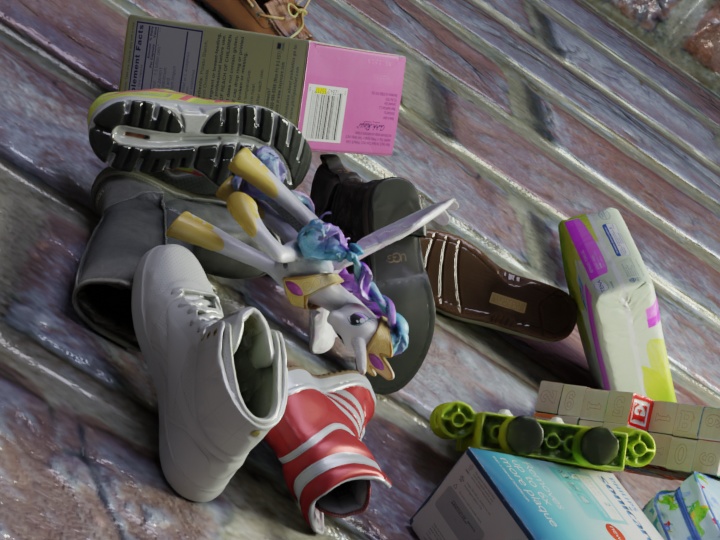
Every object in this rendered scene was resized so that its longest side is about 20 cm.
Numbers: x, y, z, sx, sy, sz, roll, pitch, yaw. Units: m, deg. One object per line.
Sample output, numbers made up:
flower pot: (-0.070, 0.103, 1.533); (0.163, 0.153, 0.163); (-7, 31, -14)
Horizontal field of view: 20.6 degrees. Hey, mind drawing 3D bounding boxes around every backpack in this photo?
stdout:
backpack: (0.303, 0.253, 1.668); (0.198, 0.154, 0.164); (12, 45, -24)

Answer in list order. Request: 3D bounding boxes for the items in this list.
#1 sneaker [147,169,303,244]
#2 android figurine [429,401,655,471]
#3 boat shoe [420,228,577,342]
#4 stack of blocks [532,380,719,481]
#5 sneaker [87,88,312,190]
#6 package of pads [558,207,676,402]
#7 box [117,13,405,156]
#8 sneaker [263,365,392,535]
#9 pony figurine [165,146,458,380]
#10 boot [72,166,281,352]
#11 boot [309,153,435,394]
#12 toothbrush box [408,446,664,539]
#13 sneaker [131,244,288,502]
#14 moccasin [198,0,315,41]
sneaker: (-0.130, -0.068, 1.719); (0.199, 0.071, 0.080); (32, 5, -23)
android figurine: (0.147, 0.138, 1.628); (0.180, 0.041, 0.200); (8, -5, -3)
boat shoe: (0.110, 0.021, 1.937); (0.201, 0.075, 0.075); (27, -9, -14)
stack of blocks: (0.261, 0.148, 1.754); (0.115, 0.059, 0.199); (21, -11, -40)
sneaker: (-0.134, -0.114, 1.628); (0.199, 0.079, 0.090); (13, 13, -25)
package of pads: (0.253, 0.056, 1.939); (0.155, 0.068, 0.201); (-106, 180, -57)
box: (-0.090, -0.168, 1.809); (0.199, 0.098, 0.175); (12, 7, 29)
sneaker: (-0.017, 0.134, 1.461); (0.113, 0.071, 0.200); (57, 14, 15)
pony figurine: (-0.030, -0.008, 1.527); (0.200, 0.167, 0.193); (39, 26, 2)
boot: (-0.138, 0.000, 1.537); (0.180, 0.073, 0.200); (16, 20, -17)
boot: (0.000, 0.000, 1.724); (0.069, 0.202, 0.174); (2, 3, -23)
toothbrush box: (0.156, 0.227, 1.530); (0.199, 0.085, 0.147); (17, 29, -47)
sneaker: (-0.098, 0.045, 1.368); (0.073, 0.116, 0.201); (10, 50, -34)
moccasin: (-0.095, -0.284, 2.195); (0.201, 0.078, 0.074); (42, 21, 9)
